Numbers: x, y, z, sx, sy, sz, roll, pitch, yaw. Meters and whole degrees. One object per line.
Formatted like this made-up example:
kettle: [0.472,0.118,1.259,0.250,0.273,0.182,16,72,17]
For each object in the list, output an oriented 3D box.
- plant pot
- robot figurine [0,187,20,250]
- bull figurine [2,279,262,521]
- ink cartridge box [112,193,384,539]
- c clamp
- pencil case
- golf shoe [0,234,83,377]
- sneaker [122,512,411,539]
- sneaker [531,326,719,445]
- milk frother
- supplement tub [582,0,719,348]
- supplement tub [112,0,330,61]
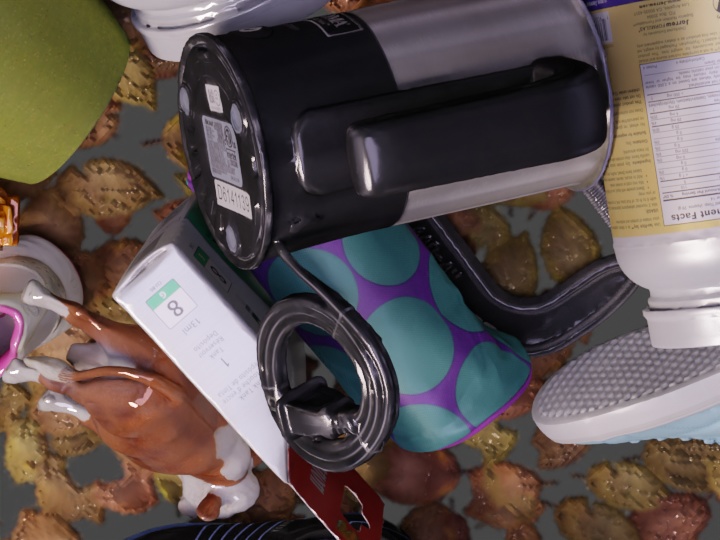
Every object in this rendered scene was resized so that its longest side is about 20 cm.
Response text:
plant pot: [-0.222,-0.136,1.497,0.200,0.187,0.187,33,109,-22]
robot figurine: [-0.281,-0.067,1.595,0.200,0.058,0.145,2,92,-4]
bull figurine: [-0.117,0.073,1.591,0.121,0.200,0.065,23,72,16]
ink cartridge box: [-0.041,0.056,1.558,0.050,0.161,0.200,-43,97,9]
c clamp: [0.098,-0.042,1.587,0.171,0.027,0.200,-40,99,22]
pencil case: [0.000,0.000,1.564,0.085,0.092,0.200,-26,107,47]
golf shoe: [-0.247,0.049,1.626,0.200,0.092,0.075,-32,101,17]
sneaker: [-0.066,0.169,1.614,0.200,0.078,0.070,-12,92,-7]
sneaker: [0.193,0.072,1.580,0.200,0.074,0.082,-15,120,21]
milk frother: [0.029,-0.027,1.458,0.188,0.181,0.200,-13,121,-19]
supplement tub: [0.190,-0.069,1.484,0.145,0.145,0.200,-9,93,11]
supplement tub: [-0.092,-0.221,1.487,0.145,0.145,0.200,-19,116,13]
